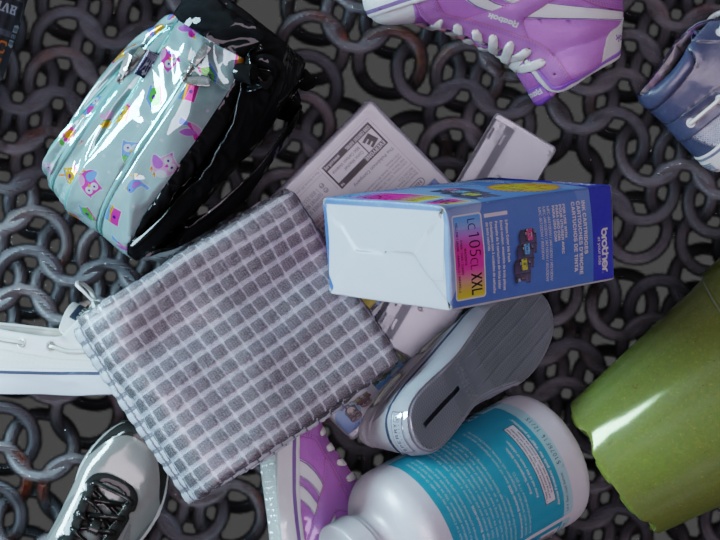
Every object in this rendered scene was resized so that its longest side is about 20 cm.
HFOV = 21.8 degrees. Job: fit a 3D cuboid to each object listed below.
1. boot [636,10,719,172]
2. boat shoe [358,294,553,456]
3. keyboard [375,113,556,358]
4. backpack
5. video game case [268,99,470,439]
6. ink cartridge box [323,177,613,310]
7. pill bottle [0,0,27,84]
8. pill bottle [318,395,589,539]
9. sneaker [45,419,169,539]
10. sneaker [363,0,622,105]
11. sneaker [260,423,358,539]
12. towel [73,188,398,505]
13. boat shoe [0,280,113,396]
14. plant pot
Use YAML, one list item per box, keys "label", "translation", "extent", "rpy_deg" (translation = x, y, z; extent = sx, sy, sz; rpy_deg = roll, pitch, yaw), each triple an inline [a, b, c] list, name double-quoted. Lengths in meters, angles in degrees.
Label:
- label: "boot"
  translation: [0.309, -0.178, 1.456]
  extent: [0.090, 0.073, 0.200]
  rpy_deg: [40, 91, -12]
- label: "boat shoe"
  translation: [0.070, 0.072, 1.436]
  extent: [0.200, 0.067, 0.074]
  rpy_deg: [-34, 111, -42]
- label: "keyboard"
  translation: [0.080, -0.023, 1.464]
  extent: [0.056, 0.011, 0.200]
  rpy_deg: [30, 92, -12]
- label: "backpack"
  translation: [-0.139, -0.108, 1.398]
  extent: [0.127, 0.167, 0.200]
  rpy_deg: [39, 94, 13]
- label: "video game case"
  translation: [0.000, 0.000, 1.473]
  extent: [0.200, 0.022, 0.182]
  rpy_deg: [-45, 97, -1]
- label: "ink cartridge box"
  translation: [0.091, -0.025, 1.368]
  extent: [0.200, 0.136, 0.077]
  rpy_deg: [-7, 99, -40]
- label: "pill bottle"
  translation: [-0.311, -0.178, 1.391]
  extent: [0.106, 0.106, 0.200]
  rpy_deg: [18, 93, -6]
- label: "pill bottle"
  translation: [0.068, 0.180, 1.412]
  extent: [0.200, 0.111, 0.111]
  rpy_deg: [-25, 97, -30]
- label: "sneaker"
  translation: [-0.207, 0.210, 1.445]
  extent: [0.074, 0.079, 0.200]
  rpy_deg: [28, 91, -4]
- label: "sneaker"
  translation: [0.105, -0.180, 1.435]
  extent: [0.200, 0.073, 0.115]
  rpy_deg: [-6, 98, -4]
- label: "sneaker"
  translation: [-0.018, 0.167, 1.467]
  extent: [0.114, 0.073, 0.201]
  rpy_deg: [-8, 101, -12]
- label: "towel"
  translation: [-0.086, 0.051, 1.377]
  extent: [0.200, 0.086, 0.166]
  rpy_deg: [-34, 85, -19]
- label: "boat shoe"
  translation: [-0.211, 0.051, 1.440]
  extent: [0.201, 0.075, 0.086]
  rpy_deg: [0, 91, 5]
- label: "plant pot"
  translation: [0.270, 0.101, 1.435]
  extent: [0.190, 0.200, 0.200]
  rpy_deg: [-36, 97, 12]
